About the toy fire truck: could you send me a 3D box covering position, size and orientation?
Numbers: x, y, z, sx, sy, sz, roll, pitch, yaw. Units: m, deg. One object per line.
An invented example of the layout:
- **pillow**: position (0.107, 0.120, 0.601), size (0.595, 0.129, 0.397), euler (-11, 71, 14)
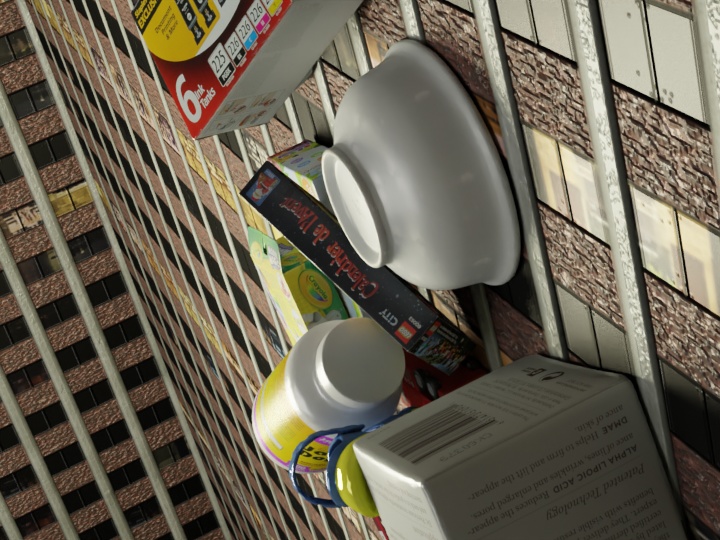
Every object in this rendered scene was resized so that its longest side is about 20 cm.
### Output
- **toy fire truck**: position (0.091, 0.141, 1.258), size (0.200, 0.048, 0.142), euler (32, 144, 64)

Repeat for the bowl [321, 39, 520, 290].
- **bowl**: position (0.031, -0.063, 1.065), size (0.202, 0.090, 0.202), euler (57, 164, 27)

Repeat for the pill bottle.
- **pill bottle**: position (-0.026, 0.107, 1.242), size (0.105, 0.104, 0.200), euler (62, 156, 11)

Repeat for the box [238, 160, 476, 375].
- **box**: position (0.000, 0.000, 1.178), size (0.200, 0.038, 0.137), euler (43, -178, 21)

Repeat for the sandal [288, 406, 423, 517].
- **sandal**: position (0.009, 0.152, 1.152), size (0.200, 0.086, 0.080), euler (6, -98, -62)

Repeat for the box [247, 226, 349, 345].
- **box**: position (-0.047, 0.047, 1.394), size (0.201, 0.048, 0.117), euler (65, 167, -19)

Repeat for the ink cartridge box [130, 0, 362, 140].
- **ink cartridge box**: position (-0.102, -0.235, 1.138), size (0.177, 0.083, 0.200), euler (62, 142, 13)

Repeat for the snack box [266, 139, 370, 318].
- **snack box**: position (-0.016, -0.018, 1.371), size (0.142, 0.053, 0.201), euler (28, 142, 65)

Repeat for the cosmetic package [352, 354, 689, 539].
- **cosmetic package**: position (0.121, 0.189, 1.006), size (0.202, 0.164, 0.165), euler (68, 165, -10)

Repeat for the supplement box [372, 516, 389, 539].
- **supplement box**: position (0.064, 0.269, 1.538), size (0.110, 0.060, 0.200), euler (63, 166, 6)

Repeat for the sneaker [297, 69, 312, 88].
- **sneaker**: position (-0.080, -0.210, 1.273), size (0.071, 0.073, 0.200), euler (64, 155, 12)
